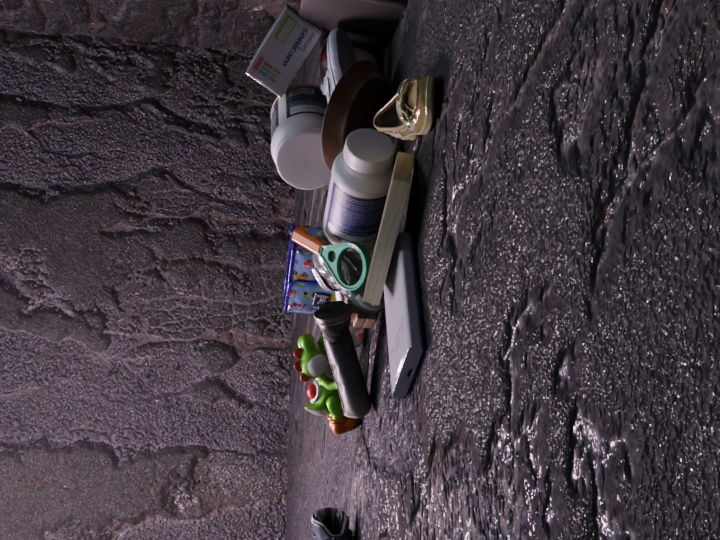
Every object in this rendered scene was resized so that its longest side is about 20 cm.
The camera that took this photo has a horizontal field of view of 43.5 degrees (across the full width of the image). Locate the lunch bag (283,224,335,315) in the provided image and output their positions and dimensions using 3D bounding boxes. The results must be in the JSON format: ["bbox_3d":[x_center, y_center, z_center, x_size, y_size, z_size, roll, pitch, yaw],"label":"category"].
[{"bbox_3d":[-0.079,0.016,1.864,0.095,0.148,0.202,-99,15,-55],"label":"lunch bag"}]

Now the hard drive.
[{"bbox_3d":[0.062,0.065,1.316,0.133,0.025,0.202,104,167,-50],"label":"hard drive"}]

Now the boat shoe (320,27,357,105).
[{"bbox_3d":[-0.043,-0.336,1.642,0.073,0.066,0.203,-3,-97,-59],"label":"boat shoe"}]

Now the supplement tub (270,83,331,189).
[{"bbox_3d":[-0.105,-0.261,1.750,0.201,0.138,0.142,-98,14,-53],"label":"supplement tub"}]

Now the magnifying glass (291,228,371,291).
[{"bbox_3d":[-0.051,-0.027,1.542,0.199,0.022,0.081,30,112,43],"label":"magnifying glass"}]

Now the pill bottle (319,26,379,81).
[{"bbox_3d":[-0.022,-0.409,1.772,0.120,0.118,0.202,104,167,-50],"label":"pill bottle"}]

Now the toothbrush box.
[{"bbox_3d":[-0.149,-0.432,1.759,0.146,0.086,0.200,-55,15,13],"label":"toothbrush box"}]

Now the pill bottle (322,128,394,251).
[{"bbox_3d":[0.001,-0.137,1.525,0.201,0.109,0.112,103,167,-47],"label":"pill bottle"}]

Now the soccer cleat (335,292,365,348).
[{"bbox_3d":[-0.020,0.049,1.750,0.078,0.068,0.203,139,131,-82],"label":"soccer cleat"}]

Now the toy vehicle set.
[{"bbox_3d":[0.043,-0.065,1.356,0.125,0.026,0.202,-77,1,-63],"label":"toy vehicle set"}]

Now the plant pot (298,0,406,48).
[{"bbox_3d":[-0.018,-0.533,1.608,0.200,0.175,0.203,136,136,-78],"label":"plant pot"}]

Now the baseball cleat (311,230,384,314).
[{"bbox_3d":[-0.021,0.018,1.590,0.201,0.069,0.107,54,150,32],"label":"baseball cleat"}]

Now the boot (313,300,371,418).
[{"bbox_3d":[-0.029,0.160,1.566,0.182,0.071,0.203,-64,-34,-85],"label":"boot"}]

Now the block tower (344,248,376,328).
[{"bbox_3d":[0.000,0.000,1.669,0.058,0.053,0.203,116,155,-67],"label":"block tower"}]

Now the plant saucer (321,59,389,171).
[{"bbox_3d":[-0.001,-0.261,1.565,0.200,0.034,0.202,-45,-32,-40],"label":"plant saucer"}]

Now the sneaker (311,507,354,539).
[{"bbox_3d":[-0.064,0.526,1.751,0.202,0.076,0.148,174,88,-72],"label":"sneaker"}]

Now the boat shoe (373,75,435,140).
[{"bbox_3d":[0.064,-0.232,1.296,0.201,0.062,0.074,177,97,-82],"label":"boat shoe"}]

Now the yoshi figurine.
[{"bbox_3d":[-0.050,0.207,1.751,0.112,0.111,0.202,-28,-84,-57],"label":"yoshi figurine"}]
